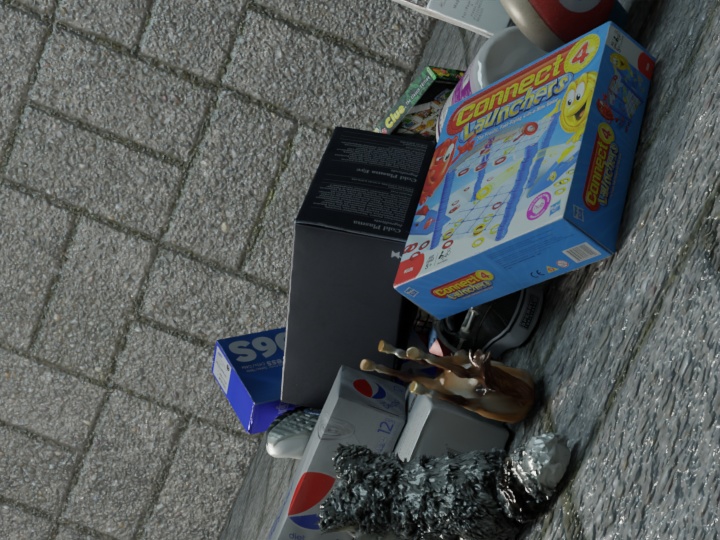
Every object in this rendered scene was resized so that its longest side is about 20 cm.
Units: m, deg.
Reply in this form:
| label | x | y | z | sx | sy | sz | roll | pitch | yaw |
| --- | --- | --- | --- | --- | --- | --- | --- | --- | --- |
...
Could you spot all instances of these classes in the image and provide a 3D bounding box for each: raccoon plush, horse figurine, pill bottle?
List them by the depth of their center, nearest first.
| label | x | y | z | sx | sy | sz | roll | pitch | yaw |
| --- | --- | --- | --- | --- | --- | --- | --- | --- | --- |
| raccoon plush | 0.054 | 0.143 | 1.053 | 0.097 | 0.134 | 0.200 | -73 | 7 | -49 |
| horse figurine | 0.085 | 0.086 | 1.157 | 0.200 | 0.132 | 0.050 | -174 | 98 | -73 |
| pill bottle | 0.140 | -0.151 | 1.464 | 0.200 | 0.112 | 0.112 | 124 | 167 | -66 |

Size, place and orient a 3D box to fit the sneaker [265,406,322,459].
| label | x | y | z | sx | sy | sz | roll | pitch | yaw |
| --- | --- | --- | --- | --- | --- | --- | --- | --- | --- |
| sneaker | -0.001 | 0.171 | 1.375 | 0.075 | 0.200 | 0.087 | 14 | 97 | 55 |

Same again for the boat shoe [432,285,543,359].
| label | x | y | z | sx | sy | sz | roll | pitch | yaw |
| --- | --- | --- | --- | --- | --- | --- | --- | --- | --- |
| boat shoe | 0.101 | 0.045 | 1.313 | 0.199 | 0.068 | 0.074 | 138 | 153 | -78 |

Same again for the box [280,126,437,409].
| label | x | y | z | sx | sy | sz | roll | pitch | yaw |
| --- | --- | --- | --- | --- | --- | --- | --- | --- | --- |
| box | 0.000 | 0.000 | 1.351 | 0.182 | 0.104 | 0.200 | -72 | -10 | -57 |

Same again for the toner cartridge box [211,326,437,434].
| label | x | y | z | sx | sy | sz | roll | pitch | yaw |
| --- | --- | --- | --- | --- | --- | --- | --- | --- | --- |
| toner cartridge box | -0.034 | 0.094 | 1.429 | 0.095 | 0.200 | 0.043 | 54 | 143 | 40 |

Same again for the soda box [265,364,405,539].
| label | x | y | z | sx | sy | sz | roll | pitch | yaw |
| --- | --- | --- | --- | --- | --- | --- | --- | --- | --- |
| soda box | -0.025 | 0.188 | 1.287 | 0.068 | 0.063 | 0.200 | -85 | 17 | -68 |

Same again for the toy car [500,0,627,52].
| label | x | y | z | sx | sy | sz | roll | pitch | yaw |
| --- | --- | --- | --- | --- | --- | --- | --- | --- | --- |
| toy car | 0.212 | -0.290 | 1.246 | 0.200 | 0.184 | 0.177 | -34 | 21 | 24 |

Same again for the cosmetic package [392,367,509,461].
| label | x | y | z | sx | sy | sz | roll | pitch | yaw |
| --- | --- | --- | --- | --- | --- | --- | --- | --- | --- |
| cosmetic package | 0.064 | 0.153 | 1.254 | 0.200 | 0.074 | 0.102 | -142 | 74 | -83 |

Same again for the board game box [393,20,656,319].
| label | x | y | z | sx | sy | sz | roll | pitch | yaw |
| --- | --- | --- | --- | --- | --- | --- | --- | --- | --- |
| board game box | 0.131 | -0.077 | 1.181 | 0.200 | 0.056 | 0.196 | -24 | 40 | 48 |

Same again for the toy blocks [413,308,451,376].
| label | x | y | z | sx | sy | sz | roll | pitch | yaw |
| --- | --- | --- | --- | --- | --- | --- | --- | --- | --- |
| toy blocks | 0.055 | 0.092 | 1.557 | 0.200 | 0.100 | 0.137 | 116 | 161 | -45 |

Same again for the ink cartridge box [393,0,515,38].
| label | x | y | z | sx | sy | sz | roll | pitch | yaw |
| --- | --- | --- | --- | --- | --- | --- | --- | --- | --- |
| ink cartridge box | 0.111 | -0.275 | 1.535 | 0.200 | 0.174 | 0.044 | -1 | -65 | -67 |

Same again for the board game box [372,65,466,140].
| label | x | y | z | sx | sy | sz | roll | pitch | yaw |
| --- | --- | --- | --- | --- | --- | --- | --- | --- | --- |
| board game box | 0.105 | -0.168 | 1.570 | 0.200 | 0.023 | 0.105 | -1 | -43 | -51 |
